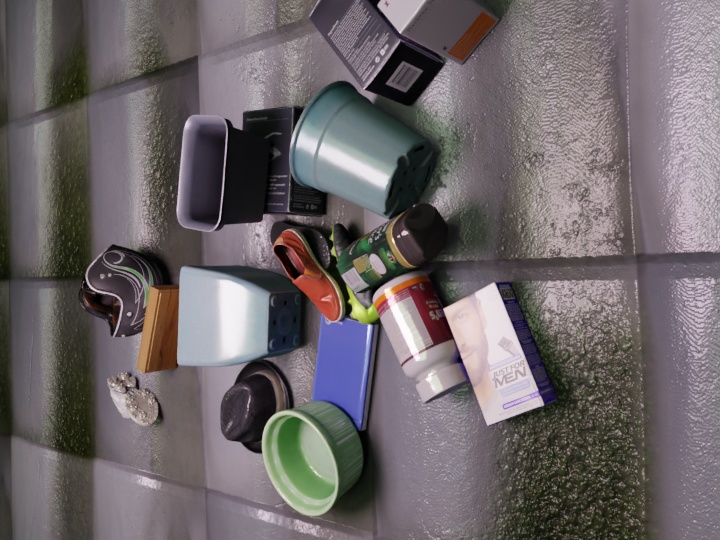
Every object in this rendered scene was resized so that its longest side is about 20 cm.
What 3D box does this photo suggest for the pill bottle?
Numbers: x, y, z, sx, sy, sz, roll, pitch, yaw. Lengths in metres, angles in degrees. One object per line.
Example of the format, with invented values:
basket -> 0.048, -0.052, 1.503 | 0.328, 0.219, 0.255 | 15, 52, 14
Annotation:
pill bottle -> 0.105, 0.113, 1.126 | 0.109, 0.109, 0.203 | -36, 69, 32

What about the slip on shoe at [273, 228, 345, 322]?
slip on shoe -> -0.100, 0.016, 1.259 | 0.074, 0.061, 0.202 | -31, 93, 42

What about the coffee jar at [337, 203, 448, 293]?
coffee jar -> 0.053, -0.036, 1.114 | 0.199, 0.104, 0.086 | -27, 101, 48

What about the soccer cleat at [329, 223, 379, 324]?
soccer cleat -> 0.000, 0.000, 1.244 | 0.080, 0.067, 0.204 | -22, 76, 15

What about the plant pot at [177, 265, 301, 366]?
plant pot -> -0.230, 0.096, 1.344 | 0.196, 0.195, 0.201 | 4, 93, 29

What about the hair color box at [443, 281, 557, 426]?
hair color box -> 0.222, 0.133, 1.066 | 0.108, 0.064, 0.204 | -30, 71, 34

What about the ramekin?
ramekin -> -0.088, 0.350, 1.266 | 0.197, 0.097, 0.205 | 11, 108, 37

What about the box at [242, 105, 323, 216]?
box -> -0.155, -0.214, 1.320 | 0.146, 0.103, 0.205 | 6, 94, 37

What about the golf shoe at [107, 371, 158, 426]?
golf shoe -> -0.577, 0.349, 1.693 | 0.199, 0.077, 0.099 | 35, 128, 38

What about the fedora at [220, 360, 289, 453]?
fedora -> -0.241, 0.295, 1.404 | 0.197, 0.091, 0.206 | 0, 90, 38

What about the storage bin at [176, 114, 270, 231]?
storage bin -> -0.253, -0.175, 1.238 | 0.143, 0.133, 0.205 | 10, 96, 37

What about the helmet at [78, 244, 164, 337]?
helmet -> -0.567, 0.054, 1.595 | 0.190, 0.201, 0.200 | 38, 118, -10

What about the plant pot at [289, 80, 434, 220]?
plant pot -> 0.012, -0.198, 1.158 | 0.194, 0.199, 0.204 | 31, 108, 24

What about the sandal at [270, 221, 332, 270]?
sandal -> -0.110, -0.056, 1.337 | 0.199, 0.047, 0.077 | 28, 109, 44

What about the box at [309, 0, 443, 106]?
box -> 0.027, -0.405, 1.161 | 0.104, 0.147, 0.202 | -46, 65, 28

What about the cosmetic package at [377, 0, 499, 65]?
cosmetic package -> 0.129, -0.410, 1.049 | 0.102, 0.198, 0.072 | -46, 65, 28

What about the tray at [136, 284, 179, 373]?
tray -> -0.467, 0.138, 1.576 | 0.037, 0.098, 0.204 | 20, 102, 33

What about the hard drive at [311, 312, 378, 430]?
hard drive -> -0.033, 0.192, 1.286 | 0.130, 0.025, 0.205 | 11, 97, 37
